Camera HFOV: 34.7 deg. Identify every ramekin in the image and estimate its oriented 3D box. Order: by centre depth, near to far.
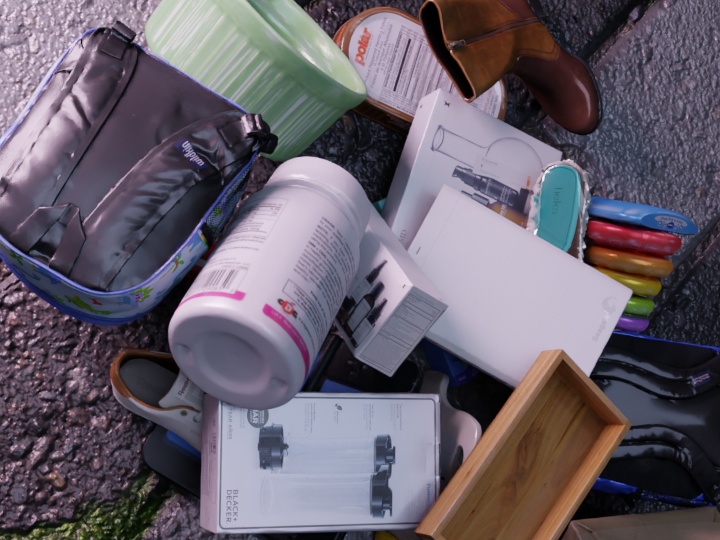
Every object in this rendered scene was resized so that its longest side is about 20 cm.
[{"bbox_3d":[-0.097,-0.191,1.032,0.200,0.200,0.098,42,106,-14],"label":"ramekin"}]

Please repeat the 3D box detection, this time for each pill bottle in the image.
[{"bbox_3d":[-0.066,0.004,0.940,0.113,0.113,0.201,40,46,-14],"label":"pill bottle"}]

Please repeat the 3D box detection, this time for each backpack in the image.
[{"bbox_3d":[-0.198,-0.062,0.931,0.182,0.147,0.201,33,66,0],"label":"backpack"},{"bbox_3d":[0.254,0.149,1.144,0.198,0.168,0.164,11,74,-12],"label":"backpack"}]

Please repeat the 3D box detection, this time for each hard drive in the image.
[{"bbox_3d":[0.131,0.028,1.057,0.199,0.026,0.133,29,84,2],"label":"hard drive"}]

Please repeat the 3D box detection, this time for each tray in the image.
[{"bbox_3d":[0.141,0.176,0.985,0.099,0.037,0.200,45,67,-14],"label":"tray"}]

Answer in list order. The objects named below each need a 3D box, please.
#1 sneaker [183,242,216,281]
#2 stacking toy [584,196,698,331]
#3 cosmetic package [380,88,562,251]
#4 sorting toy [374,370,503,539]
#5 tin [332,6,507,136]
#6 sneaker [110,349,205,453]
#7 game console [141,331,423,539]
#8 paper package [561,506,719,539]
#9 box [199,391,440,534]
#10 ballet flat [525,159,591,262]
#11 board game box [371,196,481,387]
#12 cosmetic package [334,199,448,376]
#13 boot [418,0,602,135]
[{"bbox_3d":[-0.185,-0.066,1.045,0.199,0.078,0.117,21,78,-21],"label":"sneaker"},{"bbox_3d":[0.275,0.028,1.231,0.115,0.109,0.202,9,95,-31],"label":"stacking toy"},{"bbox_3d":[0.100,-0.054,1.131,0.150,0.052,0.202,23,76,-17],"label":"cosmetic package"},{"bbox_3d":[0.081,0.201,1.073,0.106,0.180,0.202,-15,90,-24],"label":"sorting toy"},{"bbox_3d":[0.063,-0.196,1.187,0.199,0.042,0.113,22,72,-19],"label":"tin"},{"bbox_3d":[-0.130,0.124,1.005,0.198,0.085,0.073,19,71,3],"label":"sneaker"},{"bbox_3d":[-0.069,0.133,1.054,0.116,0.175,0.201,45,67,-44],"label":"game console"},{"bbox_3d":[0.266,0.339,1.125,0.189,0.201,0.104,-1,40,-23],"label":"paper package"},{"bbox_3d":[-0.032,0.161,0.976,0.198,0.060,0.118,2,82,-20],"label":"box"},{"bbox_3d":[0.187,-0.004,1.108,0.071,0.072,0.202,16,84,-21],"label":"ballet flat"},{"bbox_3d":[0.110,-0.004,1.181,0.151,0.045,0.202,-26,94,-23],"label":"board game box"},{"bbox_3d":[0.000,0.000,1.041,0.050,0.200,0.083,32,104,-35],"label":"cosmetic package"},{"bbox_3d":[0.158,-0.202,1.160,0.200,0.068,0.190,-32,98,-54],"label":"boot"}]
